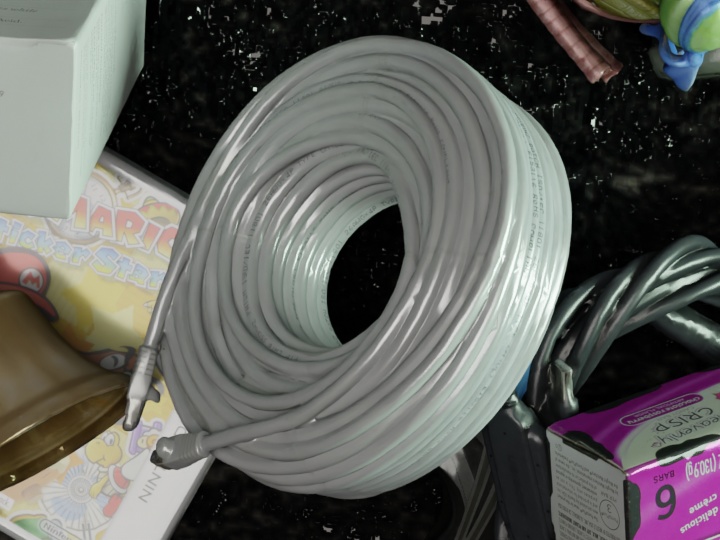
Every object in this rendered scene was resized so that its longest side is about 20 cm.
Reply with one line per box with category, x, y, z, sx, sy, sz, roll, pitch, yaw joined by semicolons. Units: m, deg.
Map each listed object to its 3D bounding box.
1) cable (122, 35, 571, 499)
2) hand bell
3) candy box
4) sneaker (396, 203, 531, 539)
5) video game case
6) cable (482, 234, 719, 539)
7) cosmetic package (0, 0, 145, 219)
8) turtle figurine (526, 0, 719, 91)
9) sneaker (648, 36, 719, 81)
cable;0.000;0.000;1.149;0.199;0.069;0.201;0;71;43
hand bell;-0.193;-0.004;1.220;0.104;0.104;0.200;-33;80;8
candy box;0.155;0.147;1.163;0.136;0.061;0.201;-18;116;-27
sneaker;0.039;0.044;1.217;0.082;0.071;0.200;-11;98;1
video game case;-0.149;0.029;1.261;0.200;0.023;0.182;30;98;3
cable;0.130;0.083;1.196;0.163;0.051;0.201;-29;117;-26
cosmetic package;-0.158;-0.097;1.154;0.112;0.200;0.081;5;114;1
turtle figurine;0.106;-0.194;1.120;0.144;0.200;0.194;-34;53;-24
sneaker;0.213;-0.150;1.179;0.199;0.076;0.115;-18;92;5
